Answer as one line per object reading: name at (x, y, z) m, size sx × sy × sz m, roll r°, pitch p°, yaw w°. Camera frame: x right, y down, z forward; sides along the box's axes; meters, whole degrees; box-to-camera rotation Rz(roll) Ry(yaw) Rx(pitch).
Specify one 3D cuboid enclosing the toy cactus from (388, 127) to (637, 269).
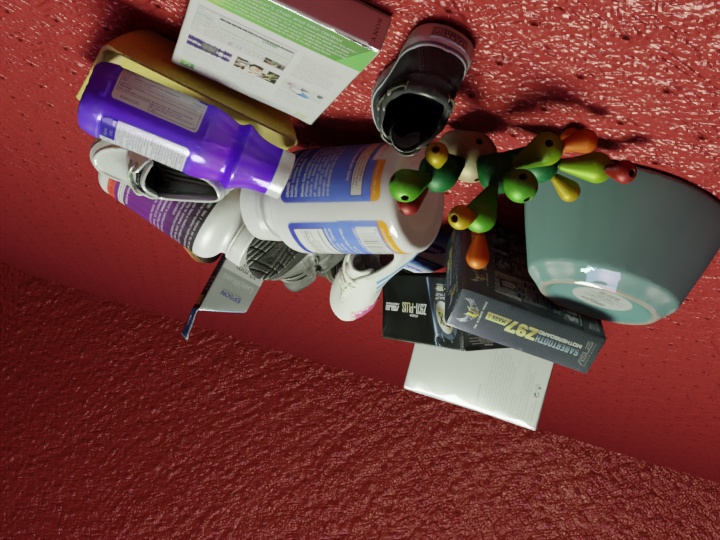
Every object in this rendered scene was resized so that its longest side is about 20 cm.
toy cactus at (0.113, -0.081, 0.744) m, size 0.199 × 0.103 × 0.165 m, roll -17°, pitch -156°, yaw -10°

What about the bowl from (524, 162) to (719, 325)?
bowl at (0.241, -0.016, 0.841) m, size 0.200 × 0.105 × 0.201 m, roll 19°, pitch 167°, yaw 5°

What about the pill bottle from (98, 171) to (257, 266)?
pill bottle at (-0.205, -0.092, 1.048) m, size 0.200 × 0.113 × 0.112 m, roll 35°, pitch 168°, yaw 2°

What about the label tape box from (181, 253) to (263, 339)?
label tape box at (-0.175, 0.014, 1.215) m, size 0.066 × 0.200 × 0.143 m, roll 28°, pitch 172°, yaw -11°

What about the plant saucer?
plant saucer at (-0.177, -0.175, 0.900) m, size 0.200 × 0.049 × 0.200 m, roll 24°, pitch 166°, yaw -22°

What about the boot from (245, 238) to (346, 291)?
boot at (-0.035, -0.049, 1.049) m, size 0.200 × 0.070 × 0.132 m, roll -30°, pitch 165°, yaw 14°

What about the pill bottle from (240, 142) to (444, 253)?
pill bottle at (-0.024, -0.074, 0.910) m, size 0.200 × 0.112 × 0.112 m, roll 2°, pitch 160°, yaw 33°

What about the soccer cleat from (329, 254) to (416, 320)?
soccer cleat at (0.000, 0.000, 1.072) m, size 0.086 × 0.070 × 0.200 m, roll -18°, pitch 157°, yaw -44°

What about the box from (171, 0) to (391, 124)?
box at (-0.074, -0.189, 0.723) m, size 0.144 × 0.036 × 0.200 m, roll 22°, pitch 168°, yaw -15°

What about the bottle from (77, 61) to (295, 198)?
bottle at (-0.161, -0.127, 0.822) m, size 0.200 × 0.065 × 0.084 m, roll 22°, pitch 168°, yaw -12°

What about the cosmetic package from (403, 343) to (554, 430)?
cosmetic package at (0.192, 0.126, 1.322) m, size 0.199 × 0.123 × 0.199 m, roll 15°, pitch -167°, yaw 13°

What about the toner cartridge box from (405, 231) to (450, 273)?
toner cartridge box at (0.014, -0.052, 1.154) m, size 0.200 × 0.043 × 0.095 m, roll 21°, pitch 168°, yaw -10°

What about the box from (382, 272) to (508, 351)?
box at (0.153, 0.047, 1.109) m, size 0.200 × 0.086 × 0.164 m, roll -1°, pitch -178°, yaw -34°

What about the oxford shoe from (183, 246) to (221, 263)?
oxford shoe at (-0.197, -0.067, 1.177) m, size 0.072 × 0.071 × 0.200 m, roll 33°, pitch 147°, yaw 16°

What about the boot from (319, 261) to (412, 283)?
boot at (-0.018, -0.014, 1.300) m, size 0.181 × 0.073 × 0.200 m, roll 7°, pitch 179°, yaw -27°

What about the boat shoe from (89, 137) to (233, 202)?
boat shoe at (-0.217, -0.111, 0.927) m, size 0.199 × 0.067 × 0.074 m, roll 4°, pitch 131°, yaw 26°

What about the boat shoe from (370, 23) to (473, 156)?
boat shoe at (0.044, -0.130, 0.724) m, size 0.070 × 0.066 × 0.200 m, roll 21°, pitch 167°, yaw -8°

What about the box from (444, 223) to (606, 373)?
box at (0.173, 0.018, 0.953) m, size 0.157 × 0.051 × 0.200 m, roll 20°, pitch -154°, yaw -4°
